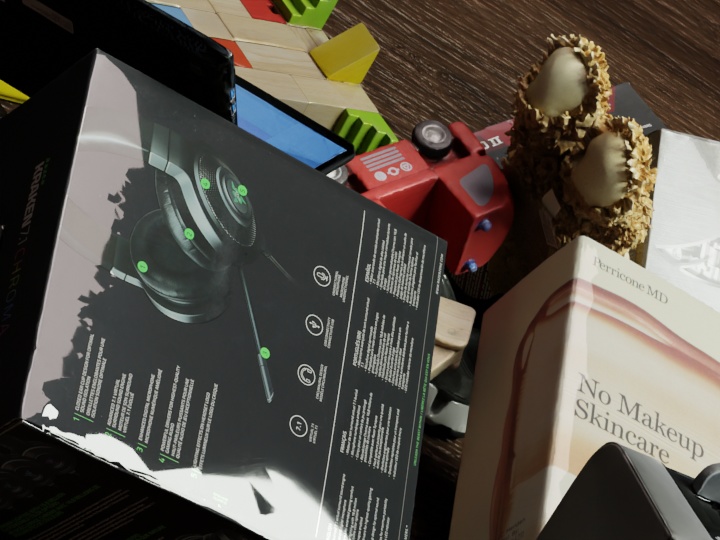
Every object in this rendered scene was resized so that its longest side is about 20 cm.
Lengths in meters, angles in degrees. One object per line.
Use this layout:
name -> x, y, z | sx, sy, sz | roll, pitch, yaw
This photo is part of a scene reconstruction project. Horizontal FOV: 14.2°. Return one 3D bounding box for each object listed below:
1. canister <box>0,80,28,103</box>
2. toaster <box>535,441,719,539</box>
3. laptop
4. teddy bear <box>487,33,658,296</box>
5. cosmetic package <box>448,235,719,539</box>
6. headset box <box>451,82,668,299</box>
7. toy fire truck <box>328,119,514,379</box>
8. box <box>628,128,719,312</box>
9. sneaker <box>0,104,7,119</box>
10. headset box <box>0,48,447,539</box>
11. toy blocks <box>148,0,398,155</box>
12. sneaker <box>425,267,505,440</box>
canister -> -0.209, -0.182, 1.507 | 0.148, 0.087, 0.200 | 12, 34, -51
toaster -> 0.146, 0.190, 1.205 | 0.180, 0.201, 0.119 | 23, 22, -20
laptop -> -0.098, -0.111, 1.264 | 0.177, 0.103, 0.200 | 30, -26, 16
teddy bear -> 0.113, -0.033, 1.449 | 0.066, 0.201, 0.145 | -22, 47, -18
cosmetic package -> 0.106, 0.099, 1.341 | 0.103, 0.087, 0.201 | 27, 48, -20
headset box -> 0.130, -0.014, 1.659 | 0.148, 0.077, 0.200 | -19, 52, -26
toy fire truck -> 0.007, 0.010, 1.384 | 0.199, 0.049, 0.141 | -19, 56, -31
box -> 0.209, 0.039, 1.561 | 0.158, 0.201, 0.048 | 14, -16, -20
sneaker -> -0.216, -0.085, 1.310 | 0.077, 0.073, 0.200 | 1, 37, -41
headset box -> -0.076, 0.034, 1.162 | 0.199, 0.093, 0.175 | 27, 53, -29
toy blocks -> -0.085, -0.123, 1.611 | 0.136, 0.100, 0.200 | 6, 36, -38
sneaker -> 0.000, 0.000, 1.473 | 0.200, 0.091, 0.067 | 33, 20, -17
